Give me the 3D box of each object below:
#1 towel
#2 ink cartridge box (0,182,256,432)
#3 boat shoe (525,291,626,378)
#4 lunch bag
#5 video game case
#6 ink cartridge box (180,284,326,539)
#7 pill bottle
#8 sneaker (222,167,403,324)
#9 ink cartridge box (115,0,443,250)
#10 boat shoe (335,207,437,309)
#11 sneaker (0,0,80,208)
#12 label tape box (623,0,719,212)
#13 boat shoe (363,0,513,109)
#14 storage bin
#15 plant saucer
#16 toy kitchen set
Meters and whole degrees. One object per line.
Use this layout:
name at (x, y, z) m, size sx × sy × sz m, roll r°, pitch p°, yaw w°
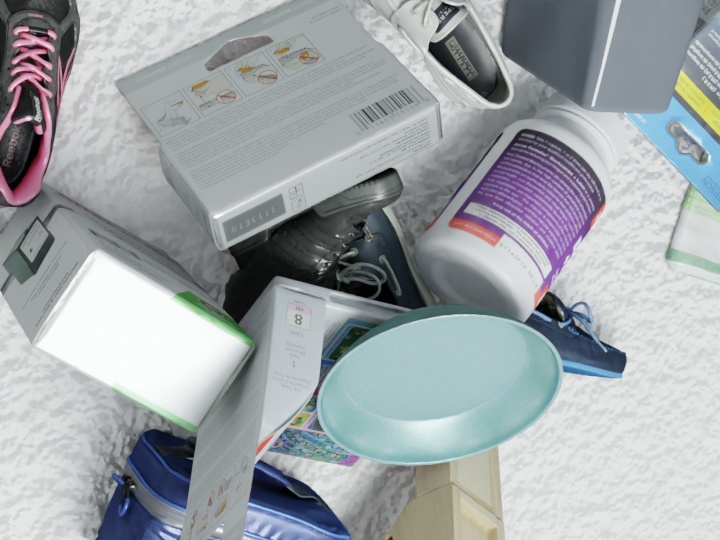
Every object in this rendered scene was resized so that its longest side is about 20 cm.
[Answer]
towel at (0.382, -0.076, 1.511) m, size 0.149 × 0.031 × 0.200 m, roll 16°, pitch 97°, yaw -28°
ink cartridge box at (-0.184, 0.022, 1.186) m, size 0.146 × 0.200 × 0.084 m, roll 32°, pitch 92°, yaw -28°
boat shoe at (0.166, 0.050, 1.414) m, size 0.200 × 0.084 × 0.069 m, roll 19°, pitch 78°, yaw -38°
lunch bag at (-0.118, 0.210, 1.303) m, size 0.200 × 0.136 × 0.132 m, roll 25°, pitch 93°, yaw -27°
video game case at (-0.034, 0.089, 1.308) m, size 0.182 × 0.024 × 0.200 m, roll 14°, pitch 135°, yaw -27°
ink cartridge box at (-0.081, 0.134, 1.157) m, size 0.057 × 0.163 × 0.200 m, roll 14°, pitch 56°, yaw -19°
pill bottle at (0.143, -0.057, 1.344) m, size 0.200 × 0.111 × 0.111 m, roll -52°, pitch 120°, yaw -25°
sneaker at (-0.037, -0.008, 1.272) m, size 0.060 × 0.200 × 0.104 m, roll -41°, pitch 110°, yaw -59°
ink cartridge box at (-0.065, -0.123, 1.233) m, size 0.200 × 0.174 × 0.044 m, roll -27°, pitch 141°, yaw -15°
boat shoe at (0.000, 0.000, 1.330) m, size 0.200 × 0.075 × 0.062 m, roll 62°, pitch 40°, yaw -31°
sneaker at (-0.245, -0.137, 1.173) m, size 0.079 × 0.095 × 0.200 m, roll 7°, pitch 100°, yaw -24°
label tape box at (0.343, -0.175, 1.427) m, size 0.200 × 0.063 × 0.144 m, roll -43°, pitch 108°, yaw 11°
boat shoe at (0.059, -0.209, 1.306) m, size 0.072 × 0.066 × 0.200 m, roll -40°, pitch 117°, yaw -9°
storage bin at (0.203, -0.216, 1.308) m, size 0.145 × 0.200 × 0.134 m, roll -1°, pitch 116°, yaw -24°
plant saucer at (0.061, 0.086, 1.278) m, size 0.200 × 0.036 × 0.200 m, roll -6°, pitch 140°, yaw -5°
toy kitchen set at (0.048, 0.253, 1.430) m, size 0.200 × 0.181 × 0.163 m, roll -26°, pitch 133°, yaw 27°
